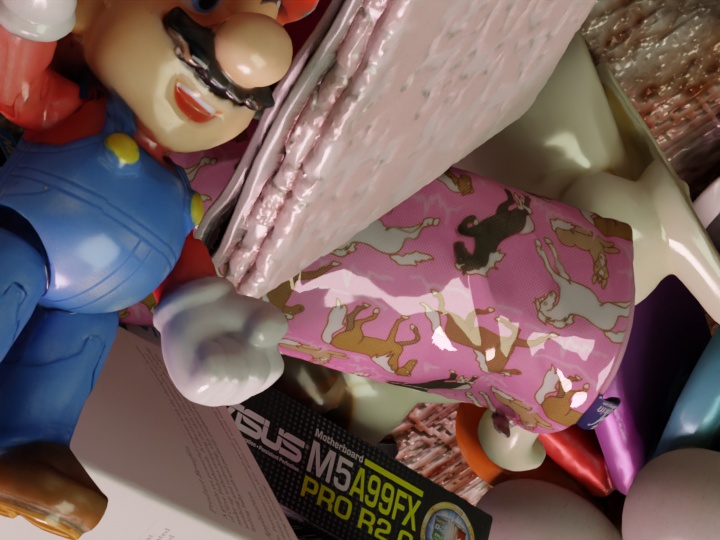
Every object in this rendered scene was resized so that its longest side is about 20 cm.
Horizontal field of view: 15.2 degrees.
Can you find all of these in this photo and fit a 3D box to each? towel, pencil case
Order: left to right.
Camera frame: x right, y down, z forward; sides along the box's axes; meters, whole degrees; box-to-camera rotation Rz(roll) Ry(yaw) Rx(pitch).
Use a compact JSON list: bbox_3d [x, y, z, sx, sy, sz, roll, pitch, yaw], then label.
[{"bbox_3d":[0.000,0.000,0.974,0.199,0.087,0.083,16,163,-13],"label":"pencil case"},{"bbox_3d":[0.040,-0.094,0.867,0.191,0.032,0.200,-36,164,-45],"label":"towel"}]

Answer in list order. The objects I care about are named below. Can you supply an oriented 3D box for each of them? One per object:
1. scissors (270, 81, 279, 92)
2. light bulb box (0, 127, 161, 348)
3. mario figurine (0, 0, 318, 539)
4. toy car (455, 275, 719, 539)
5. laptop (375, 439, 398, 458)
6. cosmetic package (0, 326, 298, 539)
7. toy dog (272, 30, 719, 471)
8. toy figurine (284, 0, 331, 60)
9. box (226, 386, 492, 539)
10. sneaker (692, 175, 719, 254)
[{"bbox_3d":[0.021,-0.146,0.959,0.014,0.073,0.200,28,120,-17],"label":"scissors"},{"bbox_3d":[-0.208,0.032,0.982,0.198,0.125,0.200,-41,140,17],"label":"light bulb box"},{"bbox_3d":[-0.063,-0.028,0.758,0.124,0.106,0.201,80,31,-74],"label":"mario figurine"},{"bbox_3d":[0.130,0.064,1.200,0.199,0.175,0.150,-14,111,40],"label":"toy car"},{"bbox_3d":[-0.074,0.183,1.254,0.177,0.201,0.103,3,170,-32],"label":"laptop"},{"bbox_3d":[-0.119,0.059,0.880,0.085,0.108,0.200,-44,137,15],"label":"cosmetic package"},{"bbox_3d":[0.030,-0.002,1.079,0.200,0.140,0.194,-33,129,8],"label":"toy dog"},{"bbox_3d":[-0.061,-0.135,0.894,0.199,0.151,0.184,11,143,-10],"label":"toy figurine"},{"bbox_3d":[-0.073,0.099,1.100,0.160,0.044,0.200,32,150,-35],"label":"box"},{"bbox_3d":[0.216,-0.018,1.167,0.071,0.099,0.200,-19,164,-42],"label":"sneaker"}]
